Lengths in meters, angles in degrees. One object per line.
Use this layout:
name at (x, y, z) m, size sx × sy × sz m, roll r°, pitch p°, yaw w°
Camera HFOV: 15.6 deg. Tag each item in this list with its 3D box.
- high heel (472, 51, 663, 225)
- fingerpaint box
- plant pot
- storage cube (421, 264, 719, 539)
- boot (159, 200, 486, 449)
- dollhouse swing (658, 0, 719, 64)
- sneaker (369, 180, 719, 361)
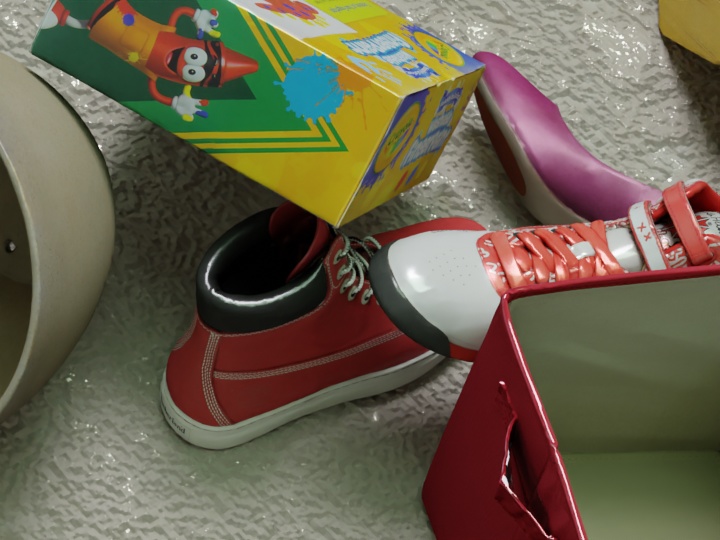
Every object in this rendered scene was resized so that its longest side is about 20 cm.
high heel at (0.139, -0.048, 1.391) m, size 0.096 × 0.067 × 0.200 m, roll -31°, pitch 80°, yaw -7°
fingerpaint box at (-0.044, -0.100, 1.265) m, size 0.167 × 0.073 × 0.200 m, roll 29°, pitch 14°, yaw 7°
plant pot at (-0.193, -0.025, 1.233) m, size 0.200 × 0.200 × 0.134 m, roll 40°, pitch 29°, yaw 15°
storage cube at (0.143, 0.118, 1.212) m, size 0.199 × 0.180 × 0.171 m, roll -6°, pitch 57°, yaw -17°
boot at (0.000, 0.000, 1.282) m, size 0.200 × 0.144 × 0.072 m, roll -26°, pitch 64°, yaw -29°
dollhouse swing at (0.276, -0.096, 1.490) m, size 0.199 × 0.176 × 0.182 m, roll 3°, pitch 13°, yaw -11°
sneaker at (0.106, -0.006, 1.245) m, size 0.201 × 0.108 × 0.067 m, roll 12°, pitch 47°, yaw -39°
